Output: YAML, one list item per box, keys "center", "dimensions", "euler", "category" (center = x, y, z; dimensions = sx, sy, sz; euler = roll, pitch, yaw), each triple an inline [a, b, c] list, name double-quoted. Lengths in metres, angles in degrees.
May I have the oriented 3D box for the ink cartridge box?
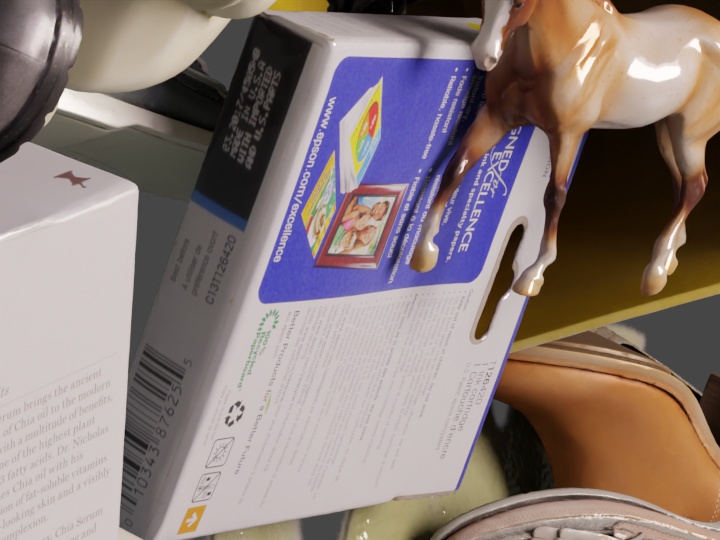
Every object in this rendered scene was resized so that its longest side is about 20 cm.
- center: [0.000, 0.000, 1.053]
  dimensions: [0.200, 0.047, 0.198]
  euler: [-5, 118, -58]
  category: "ink cartridge box"

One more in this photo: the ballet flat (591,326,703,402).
- center: [0.146, 0.071, 1.343]
  dimensions: [0.200, 0.046, 0.068]
  euler: [35, 54, -44]
  category: "ballet flat"

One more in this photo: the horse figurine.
- center: [0.099, -0.056, 1.048]
  dimensions: [0.199, 0.050, 0.133]
  euler: [2, 111, -38]
  category: "horse figurine"

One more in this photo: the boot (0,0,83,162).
- center: [-0.183, -0.085, 0.765]
  dimensions: [0.132, 0.199, 0.070]
  euler: [27, 78, -54]
  category: "boot"

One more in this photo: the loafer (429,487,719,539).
- center: [0.124, 0.138, 1.196]
  dimensions: [0.199, 0.063, 0.072]
  euler: [7, 106, -24]
  category: "loafer"

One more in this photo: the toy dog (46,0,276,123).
- center: [-0.042, -0.143, 0.919]
  dimensions: [0.200, 0.139, 0.195]
  euler: [-47, 155, -54]
  category: "toy dog"

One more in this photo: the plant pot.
- center: [0.091, -0.103, 1.193]
  dimensions: [0.177, 0.199, 0.201]
  euler: [-65, 135, -64]
  category: "plant pot"

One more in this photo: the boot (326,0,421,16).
- center: [-0.007, -0.179, 1.053]
  dimensions: [0.069, 0.199, 0.175]
  euler: [6, 79, -44]
  category: "boot"

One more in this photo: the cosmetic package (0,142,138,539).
- center: [-0.128, 0.069, 0.828]
  dimensions: [0.101, 0.071, 0.201]
  euler: [-25, 128, -50]
  category: "cosmetic package"

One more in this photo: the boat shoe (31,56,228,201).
- center: [-0.076, -0.067, 1.025]
  dimensions: [0.200, 0.073, 0.062]
  euler: [17, 71, -49]
  category: "boat shoe"

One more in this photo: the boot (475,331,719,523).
- center: [0.104, 0.111, 1.254]
  dimensions: [0.199, 0.077, 0.156]
  euler: [18, 95, -35]
  category: "boot"

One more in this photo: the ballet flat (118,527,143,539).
- center: [-0.081, 0.120, 0.966]
  dimensions: [0.200, 0.074, 0.075]
  euler: [40, 50, -44]
  category: "ballet flat"
